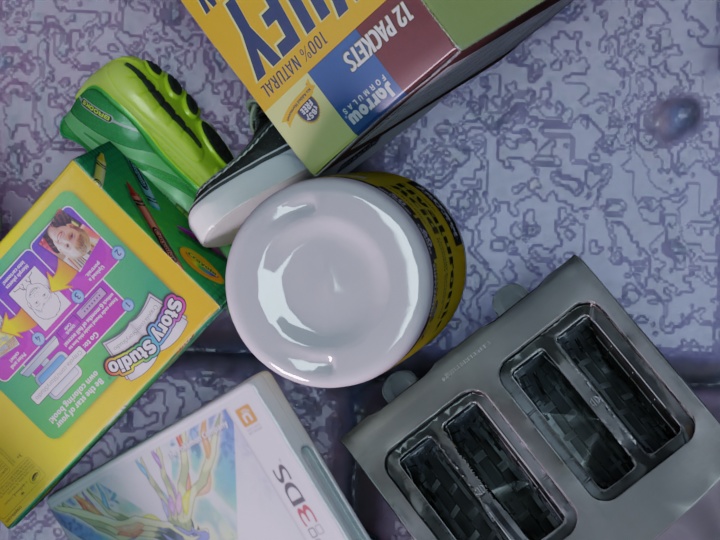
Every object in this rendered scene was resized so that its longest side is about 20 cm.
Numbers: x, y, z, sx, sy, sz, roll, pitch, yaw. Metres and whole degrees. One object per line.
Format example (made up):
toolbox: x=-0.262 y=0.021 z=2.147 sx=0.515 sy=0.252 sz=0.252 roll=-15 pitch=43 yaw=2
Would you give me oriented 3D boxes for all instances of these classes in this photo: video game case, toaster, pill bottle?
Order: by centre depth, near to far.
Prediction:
pill bottle: x=0.000 y=0.000 z=1.186 sx=0.111 sy=0.200 sz=0.112 roll=1 pitch=95 yaw=10
toaster: x=0.110 y=0.118 z=1.204 sx=0.181 sy=0.119 sz=0.200 roll=-37 pitch=66 yaw=0
video game case: x=-0.074 y=0.173 z=1.218 sx=0.200 sy=0.022 sz=0.183 roll=-31 pitch=90 yaw=40

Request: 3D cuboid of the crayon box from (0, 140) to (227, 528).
crayon box: x=-0.175 y=0.038 z=1.227 sx=0.119 sy=0.058 sz=0.200 roll=45 pitch=109 yaw=0

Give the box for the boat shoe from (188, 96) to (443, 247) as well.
boat shoe: x=-0.035 y=-0.081 z=1.231 sx=0.200 sy=0.071 sz=0.064 roll=-36 pitch=81 yaw=-36

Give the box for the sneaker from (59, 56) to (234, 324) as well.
sneaker: x=-0.104 y=-0.032 z=1.264 sx=0.083 sy=0.074 sz=0.200 roll=-32 pitch=95 yaw=25

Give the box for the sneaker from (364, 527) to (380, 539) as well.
sneaker: x=-0.032 y=0.162 z=1.249 sx=0.200 sy=0.082 sz=0.073 roll=28 pitch=91 yaw=0

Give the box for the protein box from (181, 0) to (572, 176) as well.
protein box: x=0.009 y=-0.195 z=1.173 sx=0.199 sy=0.200 sz=0.135 roll=53 pitch=132 yaw=1

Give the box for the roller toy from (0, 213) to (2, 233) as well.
roller toy: x=-0.302 y=-0.025 z=1.188 sx=0.182 sy=0.200 sz=0.140 roll=-30 pitch=87 yaw=-6
